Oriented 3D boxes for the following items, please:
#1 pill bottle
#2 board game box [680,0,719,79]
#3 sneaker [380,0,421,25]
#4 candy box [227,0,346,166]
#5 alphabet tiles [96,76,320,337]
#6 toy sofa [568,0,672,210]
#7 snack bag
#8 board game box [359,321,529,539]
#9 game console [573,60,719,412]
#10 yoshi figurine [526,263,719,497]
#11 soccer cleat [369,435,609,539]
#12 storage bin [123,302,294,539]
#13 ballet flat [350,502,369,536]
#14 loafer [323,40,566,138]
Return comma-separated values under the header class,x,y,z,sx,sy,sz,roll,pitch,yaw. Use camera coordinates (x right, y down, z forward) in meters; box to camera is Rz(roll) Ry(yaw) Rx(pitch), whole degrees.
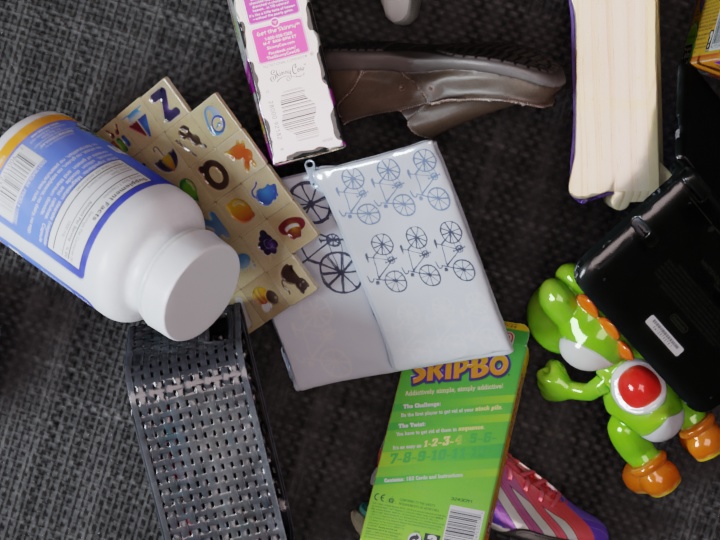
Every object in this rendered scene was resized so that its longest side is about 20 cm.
class,x,y,z,sx,sy,sz,roll,pitch,yaw
pill bottle,-0.189,-0.030,1.649,0.200,0.112,0.112,33,94,28
board game box,0.375,-0.225,1.637,0.199,0.200,0.201,15,94,-1
sneaker,0.002,-0.287,1.702,0.080,0.070,0.201,-13,88,10
candy box,-0.065,-0.184,1.668,0.061,0.136,0.201,-15,95,-3
alphabet tiles,-0.121,-0.047,1.690,0.166,0.006,0.200,-33,94,41
toy sofa,0.207,-0.149,1.700,0.097,0.083,0.201,-2,94,2
snack bag,0.000,0.000,1.672,0.199,0.021,0.189,-11,114,25
board game box,0.069,0.129,1.697,0.095,0.030,0.201,9,69,13
game console,0.254,-0.023,1.657,0.176,0.116,0.200,-42,127,5
yoshi figurine,0.200,0.075,1.724,0.112,0.113,0.200,-22,111,38
soccer cleat,0.110,0.173,1.731,0.199,0.068,0.074,18,89,1
storage bin,-0.115,0.141,1.672,0.093,0.135,0.201,-13,108,0
ballet flat,0.081,0.244,1.736,0.199,0.067,0.063,18,103,-1
loafer,0.066,-0.140,1.694,0.199,0.073,0.071,6,106,25
